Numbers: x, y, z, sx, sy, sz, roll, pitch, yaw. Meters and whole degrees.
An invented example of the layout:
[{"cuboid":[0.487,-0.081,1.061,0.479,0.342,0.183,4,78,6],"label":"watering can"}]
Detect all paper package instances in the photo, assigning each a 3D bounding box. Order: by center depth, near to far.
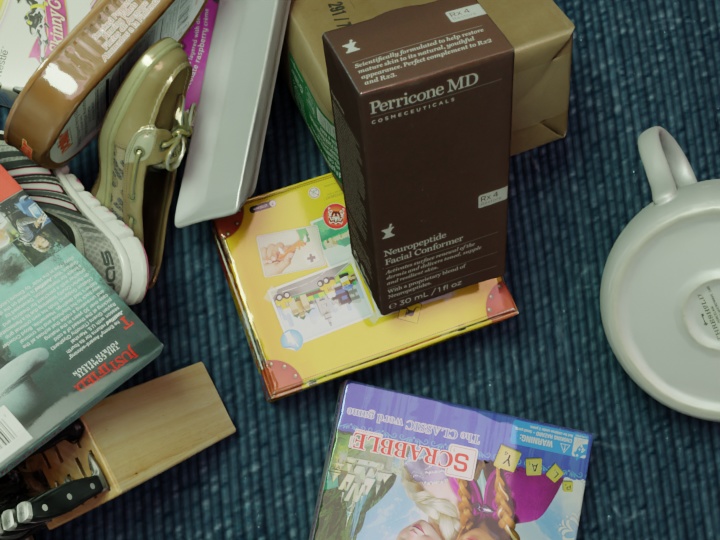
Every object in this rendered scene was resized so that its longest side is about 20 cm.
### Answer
[{"cuboid":[0.038,-0.171,0.766,0.190,0.104,0.200,-20,52,-9],"label":"paper package"}]

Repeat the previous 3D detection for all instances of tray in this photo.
[{"cuboid":[-0.088,-0.129,0.729,0.022,0.107,0.200,16,77,-32],"label":"tray"}]

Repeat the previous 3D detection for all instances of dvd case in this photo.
[{"cuboid":[-0.240,0.017,0.610,0.200,0.022,0.146,46,56,6],"label":"dvd case"}]

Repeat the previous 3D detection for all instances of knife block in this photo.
[{"cuboid":[-0.173,0.122,0.681,0.200,0.176,0.064,-25,86,-21],"label":"knife block"}]

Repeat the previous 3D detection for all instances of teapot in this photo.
[{"cuboid":[0.286,0.011,0.787,0.197,0.146,0.200,20,112,17],"label":"teapot"}]

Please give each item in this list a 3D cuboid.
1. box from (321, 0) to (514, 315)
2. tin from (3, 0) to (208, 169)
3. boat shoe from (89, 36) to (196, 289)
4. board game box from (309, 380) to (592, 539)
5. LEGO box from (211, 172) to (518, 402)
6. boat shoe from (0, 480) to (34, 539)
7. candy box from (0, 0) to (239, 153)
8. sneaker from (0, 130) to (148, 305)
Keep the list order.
[{"cuboid":[0.041,-0.070,0.660,0.100,0.200,0.075,-18,47,-9],"label":"box"},{"cuboid":[-0.170,-0.155,0.706,0.042,0.112,0.200,37,73,0],"label":"tin"},{"cuboid":[-0.154,-0.076,0.739,0.063,0.200,0.073,30,36,7],"label":"boat shoe"},{"cuboid":[0.063,0.203,0.770,0.200,0.041,0.200,12,80,-4],"label":"board game box"},{"cuboid":[0.000,0.000,0.785,0.200,0.077,0.149,-18,83,-9],"label":"LEGO box"},{"cuboid":[-0.273,0.176,0.726,0.076,0.072,0.200,-17,105,3],"label":"boat shoe"},{"cuboid":[-0.200,-0.183,0.801,0.200,0.061,0.137,13,80,-4],"label":"candy box"},{"cuboid":[-0.241,-0.036,0.707,0.200,0.087,0.074,38,120,22],"label":"sneaker"}]
